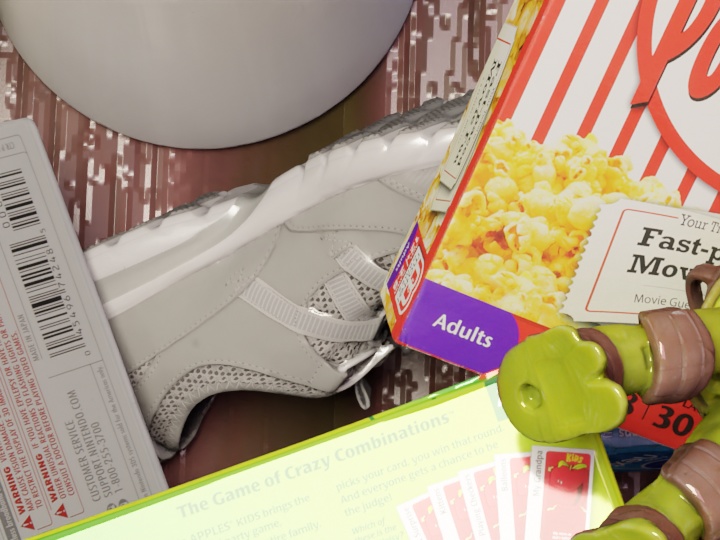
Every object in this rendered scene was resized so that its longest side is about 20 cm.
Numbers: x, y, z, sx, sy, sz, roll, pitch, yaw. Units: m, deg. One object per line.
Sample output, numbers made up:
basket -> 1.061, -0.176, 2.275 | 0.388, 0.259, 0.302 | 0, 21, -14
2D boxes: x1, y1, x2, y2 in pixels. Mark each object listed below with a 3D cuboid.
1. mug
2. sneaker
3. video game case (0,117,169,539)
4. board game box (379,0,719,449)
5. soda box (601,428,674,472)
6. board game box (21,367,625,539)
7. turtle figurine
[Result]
mug -> -0.071, -0.134, 0.917 | 0.186, 0.153, 0.150 | 24, 82, 5
sneaker -> 0.000, 0.000, 0.920 | 0.199, 0.075, 0.082 | -21, 95, 27
video game case -> -0.135, 0.067, 0.853 | 0.182, 0.022, 0.201 | -18, 87, -44
board game box -> 0.114, -0.048, 0.832 | 0.151, 0.046, 0.201 | 20, 106, -12
soda box -> 0.099, -0.038, 0.940 | 0.064, 0.068, 0.201 | -3, 80, -1
board game box -> -0.019, 0.104, 0.799 | 0.199, 0.048, 0.102 | -20, 76, 2
turtle figurine -> 0.107, 0.015, 0.775 | 0.161, 0.064, 0.201 | -26, 117, -38
